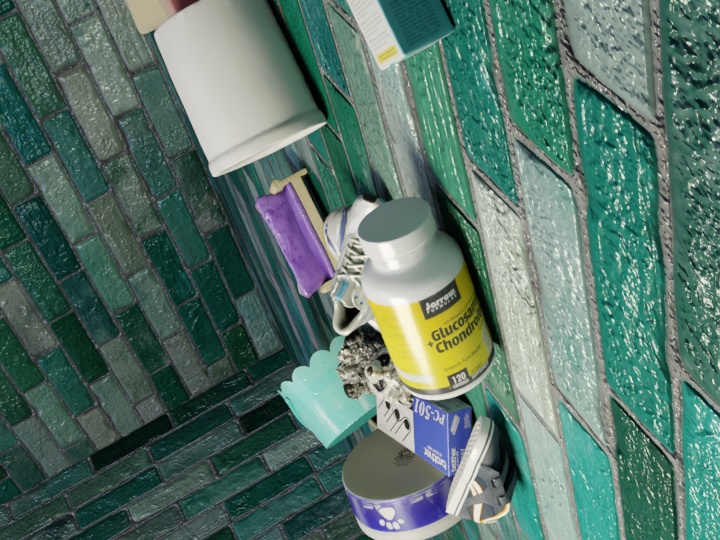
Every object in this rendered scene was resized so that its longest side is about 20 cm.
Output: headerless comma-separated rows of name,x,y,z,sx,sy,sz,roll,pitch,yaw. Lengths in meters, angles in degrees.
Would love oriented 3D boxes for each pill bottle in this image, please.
pill bottle,0.066,0.029,1.149,0.112,0.111,0.202,46,162,58

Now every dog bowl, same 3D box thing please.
dog bowl,0.075,0.302,1.594,0.080,0.198,0.200,68,169,-24

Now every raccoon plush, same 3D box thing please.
raccoon plush,0.062,0.123,1.503,0.133,0.199,0.098,9,110,38

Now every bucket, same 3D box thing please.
bucket,-0.029,0.207,1.915,0.135,0.206,0.207,53,169,11

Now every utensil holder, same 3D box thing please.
utensil holder,-0.161,-0.250,1.430,0.202,0.168,0.170,64,170,-4

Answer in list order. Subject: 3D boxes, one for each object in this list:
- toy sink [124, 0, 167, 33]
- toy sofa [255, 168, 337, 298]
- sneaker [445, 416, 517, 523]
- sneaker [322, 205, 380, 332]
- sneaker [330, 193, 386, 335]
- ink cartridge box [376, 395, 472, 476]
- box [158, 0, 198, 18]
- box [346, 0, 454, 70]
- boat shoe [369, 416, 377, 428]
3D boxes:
toy sink,-0.368,-0.532,1.865,0.113,0.129,0.201,57,170,27
toy sofa,-0.092,-0.058,1.802,0.202,0.097,0.083,63,171,0
sneaker,0.165,0.257,1.386,0.078,0.079,0.201,17,144,6
sneaker,0.023,0.005,1.438,0.201,0.075,0.088,55,154,-10
sneaker,0.000,0.000,1.355,0.074,0.087,0.202,22,129,23
ink cartridge box,0.088,0.210,1.551,0.199,0.044,0.095,23,119,58
box,-0.256,-0.445,1.563,0.202,0.108,0.128,61,171,6
box,0.001,-0.266,0.864,0.202,0.049,0.082,64,170,-8
boat shoe,0.019,0.237,2.115,0.060,0.072,0.203,48,169,48
